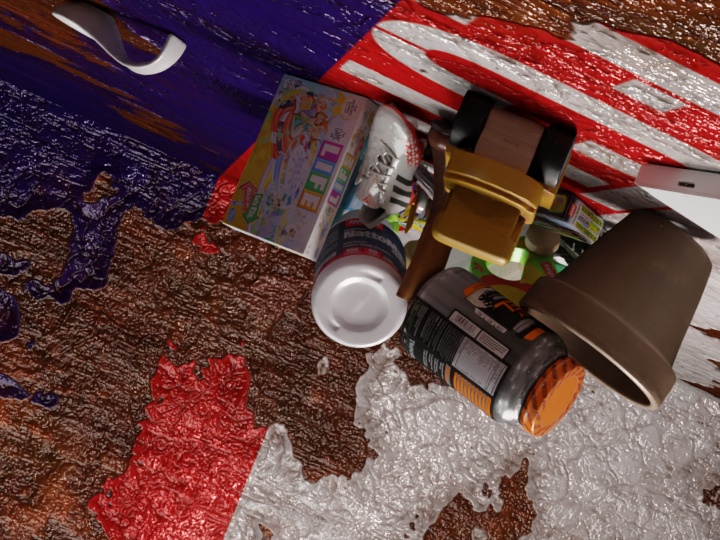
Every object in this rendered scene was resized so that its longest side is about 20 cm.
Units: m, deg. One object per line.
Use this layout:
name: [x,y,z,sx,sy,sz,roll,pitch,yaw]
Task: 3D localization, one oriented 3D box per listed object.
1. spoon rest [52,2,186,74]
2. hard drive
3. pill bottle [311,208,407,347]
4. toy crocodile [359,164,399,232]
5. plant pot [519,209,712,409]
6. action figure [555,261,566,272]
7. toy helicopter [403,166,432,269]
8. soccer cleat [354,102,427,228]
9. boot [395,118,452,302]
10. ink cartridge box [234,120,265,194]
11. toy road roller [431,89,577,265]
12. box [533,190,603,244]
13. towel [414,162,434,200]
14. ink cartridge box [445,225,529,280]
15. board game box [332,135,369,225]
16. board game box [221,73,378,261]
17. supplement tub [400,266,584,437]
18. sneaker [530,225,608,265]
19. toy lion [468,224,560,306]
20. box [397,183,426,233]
spoon rest: [-0.328,-0.307,1.665,0.198,0.061,0.099,21,176,25]
hard drive: [0.377,-0.047,1.215,0.198,0.027,0.131,26,176,-33]
pill bottle: [0.000,0.000,1.587,0.118,0.121,0.201,23,-157,-10]
toy crocodile: [0.028,-0.095,1.724,0.061,0.069,0.200,12,166,5]
plant pot: [0.310,0.032,1.441,0.199,0.175,0.200,38,174,5]
action figure: [0.315,0.010,1.781,0.197,0.055,0.118,15,-155,3]
toy helicopter: [0.106,-0.064,1.749,0.132,0.200,0.079,40,133,3]
soccer cleat: [0.029,-0.120,1.494,0.069,0.085,0.201,42,160,19]
boot: [0.083,-0.063,1.449,0.068,0.202,0.188,27,178,16]
ink cartridge box: [-0.080,-0.137,1.905,0.144,0.149,0.200,23,176,11]
toy road roller: [0.134,-0.082,1.271,0.121,0.148,0.200,23,177,8]
box: [0.205,-0.092,1.618,0.198,0.035,0.110,21,176,36]
towel: [0.078,-0.125,1.651,0.147,0.024,0.200,47,-176,16]
ink cartridge box: [0.175,0.032,1.705,0.158,0.203,0.047,-21,-166,-29]
board game box: [-0.017,-0.116,1.734,0.046,0.153,0.200,28,178,14]
board game box: [-0.074,-0.128,1.524,0.133,0.203,0.034,20,176,32]
supplement tub: [0.153,0.095,1.443,0.199,0.123,0.122,36,-176,28]
sneaker: [0.304,-0.034,1.694,0.079,0.075,0.199,8,-171,-28]
toy lion: [0.195,0.039,1.598,0.189,0.069,0.201,-9,-133,-17]
box: [0.109,-0.095,1.927,0.064,0.071,0.200,25,176,-21]
